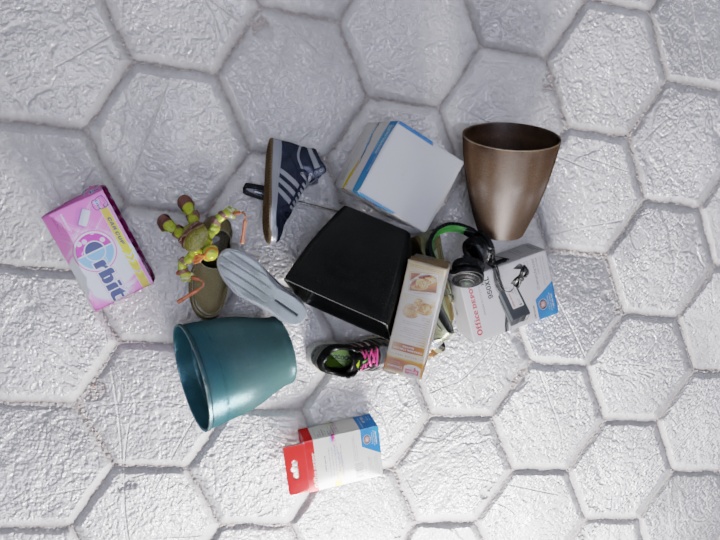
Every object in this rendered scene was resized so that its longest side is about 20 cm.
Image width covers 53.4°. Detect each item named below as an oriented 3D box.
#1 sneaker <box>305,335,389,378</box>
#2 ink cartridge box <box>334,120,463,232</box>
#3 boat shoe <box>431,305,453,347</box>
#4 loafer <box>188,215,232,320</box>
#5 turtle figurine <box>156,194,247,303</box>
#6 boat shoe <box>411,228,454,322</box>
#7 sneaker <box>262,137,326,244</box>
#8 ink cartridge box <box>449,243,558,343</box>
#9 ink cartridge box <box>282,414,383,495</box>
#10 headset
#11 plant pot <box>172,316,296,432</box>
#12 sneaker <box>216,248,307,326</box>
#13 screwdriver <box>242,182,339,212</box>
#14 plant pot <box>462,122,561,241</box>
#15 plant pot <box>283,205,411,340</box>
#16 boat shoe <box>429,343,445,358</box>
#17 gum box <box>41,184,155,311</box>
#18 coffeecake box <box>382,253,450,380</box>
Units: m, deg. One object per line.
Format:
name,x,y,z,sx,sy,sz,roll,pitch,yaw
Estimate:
sneaker,-0.006,0.178,1.437,0.199,0.087,0.074,1,102,-15
ink cartridge box,0.064,-0.177,1.318,0.147,0.200,0.145,28,92,-18
boat shoe,0.124,0.053,1.416,0.062,0.072,0.201,-34,76,33
loafer,-0.280,-0.001,1.337,0.076,0.067,0.201,3,101,-15
turtle figurine,-0.301,-0.054,1.273,0.200,0.161,0.064,-53,146,7
boat shoe,0.158,0.018,1.456,0.063,0.073,0.202,-22,97,-22
sneaker,-0.122,-0.143,1.322,0.108,0.070,0.201,6,76,-19
ink cartridge box,0.292,0.046,1.487,0.199,0.084,0.145,-19,105,-9
ink cartridge box,-0.060,0.380,1.478,0.199,0.067,0.117,-9,104,-13
headset,0.225,-0.025,1.387,0.199,0.094,0.124,30,59,4
plant pot,-0.227,0.174,1.333,0.187,0.200,0.201,-14,106,-27
sneaker,-0.188,0.034,1.328,0.200,0.071,0.073,43,80,-17
screwdriver,-0.128,-0.129,1.367,0.199,0.028,0.029,18,68,-14
plant pot,0.285,-0.168,1.405,0.186,0.187,0.201,-6,118,-13
plant pot,0.000,0.000,1.329,0.199,0.200,0.178,23,78,11
boat shoe,0.086,0.112,1.455,0.074,0.076,0.200,-41,103,18
gum box,-0.466,-0.045,1.279,0.113,0.066,0.201,-27,107,-7
coffeecake box,0.104,0.079,1.298,0.073,0.154,0.201,13,97,8
